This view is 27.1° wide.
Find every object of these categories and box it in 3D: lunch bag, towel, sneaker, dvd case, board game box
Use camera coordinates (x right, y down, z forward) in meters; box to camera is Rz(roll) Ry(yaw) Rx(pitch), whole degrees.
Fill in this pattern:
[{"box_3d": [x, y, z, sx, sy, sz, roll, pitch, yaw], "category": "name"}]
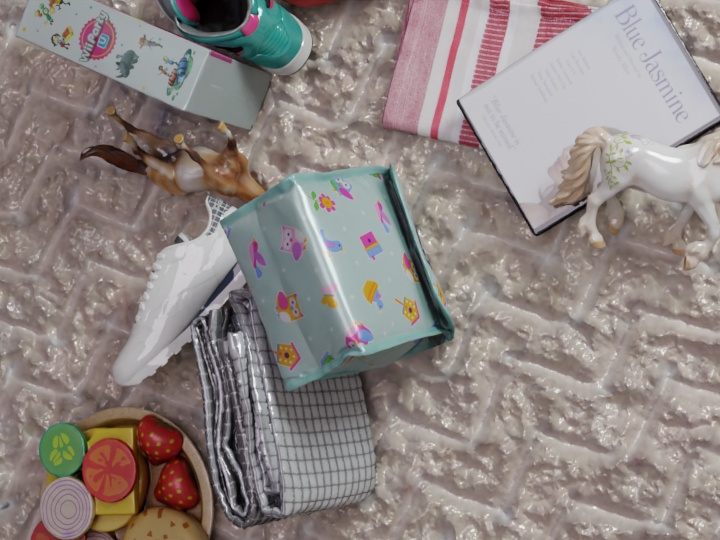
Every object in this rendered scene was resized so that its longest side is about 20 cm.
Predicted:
[{"box_3d": [0.000, 0.000, 1.315, 0.121, 0.199, 0.172, -29, 78, 38], "category": "lunch bag"}, {"box_3d": [-0.072, 0.122, 1.346, 0.085, 0.165, 0.203, -18, 79, 30], "category": "towel"}, {"box_3d": [-0.147, -0.254, 1.406, 0.199, 0.120, 0.084, 30, 90, 33], "category": "sneaker"}, {"box_3d": [0.203, -0.143, 1.325, 0.199, 0.018, 0.144, -32, 83, 10], "category": "dvd case"}, {"box_3d": [-0.204, -0.204, 1.425, 0.198, 0.147, 0.065, 24, 95, 19], "category": "board game box"}, {"box_3d": [0.125, -0.183, 1.371, 0.198, 0.023, 0.146, 13, 92, 20], "category": "towel"}, {"box_3d": [-0.176, 0.023, 1.426, 0.080, 0.076, 0.200, 41, 90, -12], "category": "sneaker"}]

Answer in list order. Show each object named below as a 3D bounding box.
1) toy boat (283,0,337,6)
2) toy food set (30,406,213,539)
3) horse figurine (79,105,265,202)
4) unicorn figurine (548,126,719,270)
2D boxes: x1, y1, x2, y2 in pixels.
[{"box_3d": [-0.023, -0.327, 1.376, 0.198, 0.131, 0.132, -17, 80, 18], "category": "toy boat"}, {"box_3d": [-0.235, 0.235, 1.458, 0.195, 0.049, 0.203, -5, 85, 20], "category": "toy food set"}, {"box_3d": [-0.168, -0.103, 1.431, 0.198, 0.133, 0.050, 8, 67, 28], "category": "horse figurine"}, {"box_3d": [0.270, -0.077, 1.273, 0.197, 0.074, 0.139, 7, 116, -7], "category": "unicorn figurine"}]
